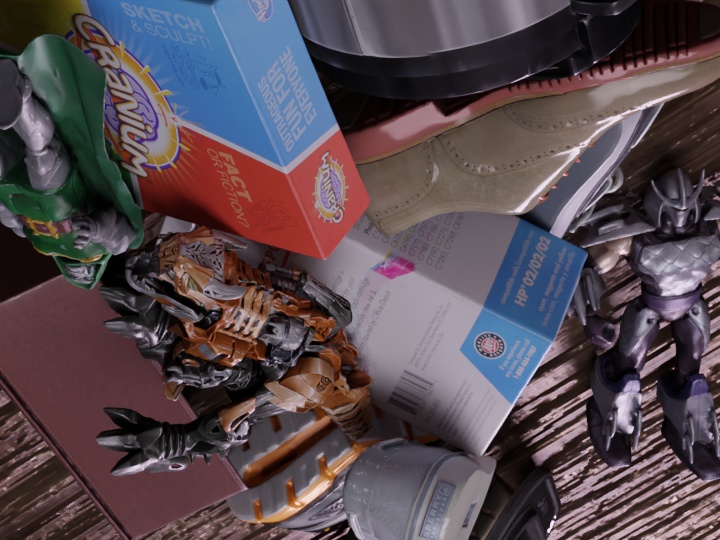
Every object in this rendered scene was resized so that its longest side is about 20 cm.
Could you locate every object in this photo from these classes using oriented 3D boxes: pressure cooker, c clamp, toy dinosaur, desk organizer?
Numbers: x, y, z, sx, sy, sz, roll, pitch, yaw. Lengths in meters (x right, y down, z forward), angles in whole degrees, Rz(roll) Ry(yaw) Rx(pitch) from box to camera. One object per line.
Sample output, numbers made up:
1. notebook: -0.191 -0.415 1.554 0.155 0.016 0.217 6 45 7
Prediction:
1. pressure cooker: 0.030 -0.170 0.923 0.177 0.177 0.201 -15 129 5
2. c clamp: 0.067 0.191 1.265 0.172 0.027 0.200 -61 164 -4
3. toy dinosaur: -0.054 0.045 1.049 0.135 0.103 0.200 -18 127 25
4. desk organizer: -0.138 0.053 1.162 0.076 0.072 0.201 -24 132 7

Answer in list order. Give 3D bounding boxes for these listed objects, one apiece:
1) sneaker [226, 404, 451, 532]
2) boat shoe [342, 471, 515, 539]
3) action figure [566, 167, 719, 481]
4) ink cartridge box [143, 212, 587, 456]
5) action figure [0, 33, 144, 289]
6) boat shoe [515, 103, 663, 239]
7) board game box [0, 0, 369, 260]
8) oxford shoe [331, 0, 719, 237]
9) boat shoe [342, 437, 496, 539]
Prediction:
1. sneaker: 0.018 0.087 1.230 0.199 0.079 0.077 -29 144 19
2. boat shoe: 0.018 0.199 1.309 0.200 0.076 0.074 -46 145 2
3. action figure: 0.172 0.024 1.203 0.129 0.070 0.201 -3 129 -2
4. ink cartridge box: 0.000 0.000 1.101 0.199 0.068 0.115 27 141 0
5. action figure: -0.146 -0.041 0.977 0.117 0.055 0.200 13 160 16
6. boat shoe: 0.095 -0.056 1.112 0.068 0.074 0.200 -31 162 -39
7. board game box: -0.105 -0.091 0.975 0.199 0.040 0.154 15 145 35
8. oxford shoe: 0.084 -0.070 1.008 0.198 0.071 0.075 -14 118 20
9. boat shoe: 0.027 0.117 1.142 0.071 0.071 0.201 23 174 9
